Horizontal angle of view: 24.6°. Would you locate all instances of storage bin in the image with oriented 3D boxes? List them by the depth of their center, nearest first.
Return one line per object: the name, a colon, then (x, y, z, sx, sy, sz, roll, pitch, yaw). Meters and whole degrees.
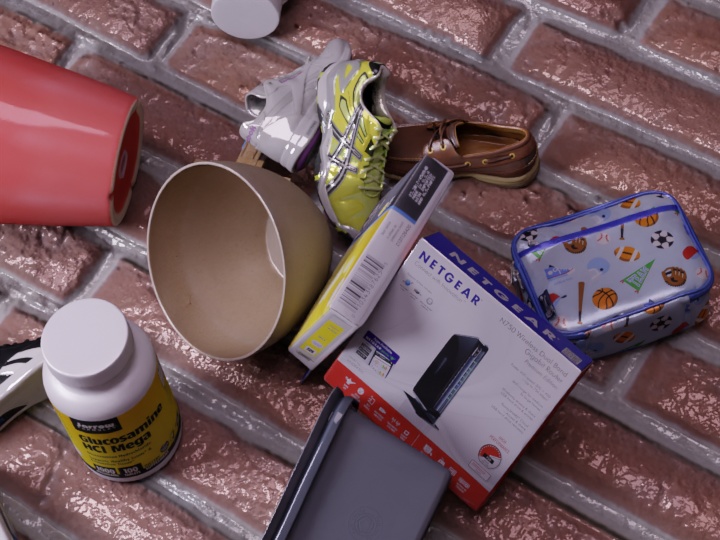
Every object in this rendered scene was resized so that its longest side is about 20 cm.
storage bin: (-0.005, 0.232, 1.547, 0.133, 0.146, 0.202, 26, 84, 7)

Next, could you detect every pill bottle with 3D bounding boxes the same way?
pill bottle: (-0.245, 0.115, 1.611, 0.111, 0.201, 0.114, -3, 57, 5)
pill bottle: (-0.126, -0.379, 1.961, 0.109, 0.111, 0.202, 0, 58, 7)

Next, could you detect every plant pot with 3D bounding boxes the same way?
plant pot: (-0.105, -0.019, 1.705, 0.200, 0.202, 0.134, 41, 33, 27)
plant pot: (-0.337, -0.134, 1.796, 0.175, 0.201, 0.202, 12, 59, 2)

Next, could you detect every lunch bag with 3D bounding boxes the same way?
lunch bag: (0.251, 0.003, 1.697, 0.198, 0.076, 0.161, -16, 55, -4)

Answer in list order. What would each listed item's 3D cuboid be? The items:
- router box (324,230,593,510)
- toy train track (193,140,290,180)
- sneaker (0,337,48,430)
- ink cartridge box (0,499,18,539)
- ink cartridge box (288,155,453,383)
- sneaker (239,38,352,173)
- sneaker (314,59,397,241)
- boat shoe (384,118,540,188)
router box: (0.091, 0.095, 1.584, 0.199, 0.049, 0.180, 39, 111, 12)
toy train track: (-0.119, -0.126, 1.850, 0.113, 0.033, 0.201, 12, 53, 14)
sneaker: (-0.365, 0.088, 1.719, 0.199, 0.073, 0.112, -33, 61, -12)
ink cartridge box: (-0.404, 0.281, 1.595, 0.144, 0.088, 0.201, -27, 57, -9)
ink cartridge box: (0.000, 0.000, 1.656, 0.047, 0.200, 0.199, 35, 63, -8)
sneaker: (-0.069, -0.201, 1.840, 0.099, 0.075, 0.201, 24, 49, 2)
sneaker: (-0.001, -0.129, 1.769, 0.076, 0.075, 0.203, -9, 85, 41)
boat shoe: (0.097, -0.139, 1.807, 0.197, 0.068, 0.073, 4, 58, 10)
